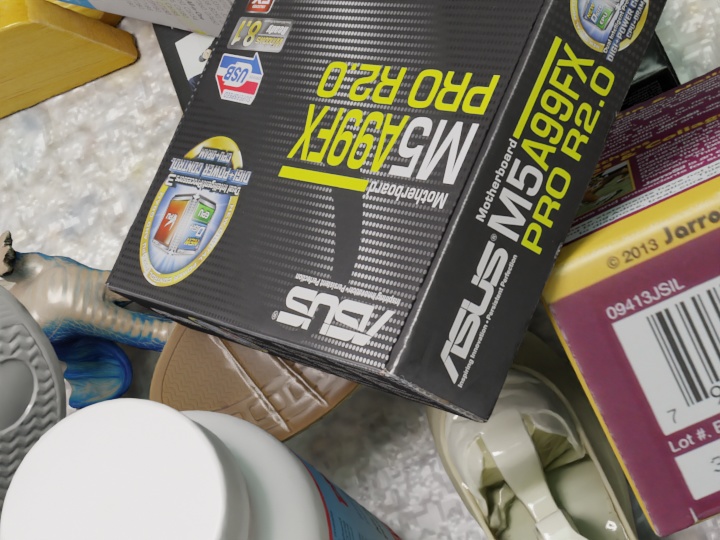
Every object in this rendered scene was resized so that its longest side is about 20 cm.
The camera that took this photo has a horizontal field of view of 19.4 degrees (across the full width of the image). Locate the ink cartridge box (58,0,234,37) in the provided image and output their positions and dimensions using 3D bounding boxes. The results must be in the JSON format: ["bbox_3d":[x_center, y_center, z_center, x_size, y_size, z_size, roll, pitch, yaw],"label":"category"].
[{"bbox_3d":[-0.053,-0.163,0.906,0.200,0.068,0.115,16,73,27],"label":"ink cartridge box"}]

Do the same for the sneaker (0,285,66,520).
[{"bbox_3d":[-0.174,0.065,0.854,0.118,0.201,0.074,30,54,34],"label":"sneaker"}]

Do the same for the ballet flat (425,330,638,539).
[{"bbox_3d":[0.074,0.091,0.817,0.069,0.069,0.200,-31,61,6],"label":"ballet flat"}]

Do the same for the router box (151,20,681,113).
[{"bbox_3d":[0.022,-0.090,0.912,0.200,0.051,0.149,-26,60,9],"label":"router box"}]

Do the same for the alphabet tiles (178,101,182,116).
[{"bbox_3d":[-0.010,-0.118,0.970,0.166,0.006,0.200,-18,63,12],"label":"alphabet tiles"}]

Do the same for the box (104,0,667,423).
[{"bbox_3d":[0.003,-0.045,0.723,0.200,0.044,0.160,15,78,57],"label":"box"}]

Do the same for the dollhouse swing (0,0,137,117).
[{"bbox_3d":[-0.230,-0.189,0.987,0.182,0.176,0.200,-21,62,12],"label":"dollhouse swing"}]

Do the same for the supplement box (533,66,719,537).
[{"bbox_3d":[0.137,-0.005,0.749,0.131,0.200,0.103,-25,102,11],"label":"supplement box"}]

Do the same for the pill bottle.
[{"bbox_3d":[-0.050,0.116,0.776,0.109,0.200,0.109,-7,66,17],"label":"pill bottle"}]

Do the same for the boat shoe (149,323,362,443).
[{"bbox_3d":[0.000,0.000,0.830,0.200,0.065,0.071,-44,82,11],"label":"boat shoe"}]

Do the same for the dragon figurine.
[{"bbox_3d":[-0.130,0.025,0.919,0.200,0.099,0.059,-23,57,54],"label":"dragon figurine"}]
